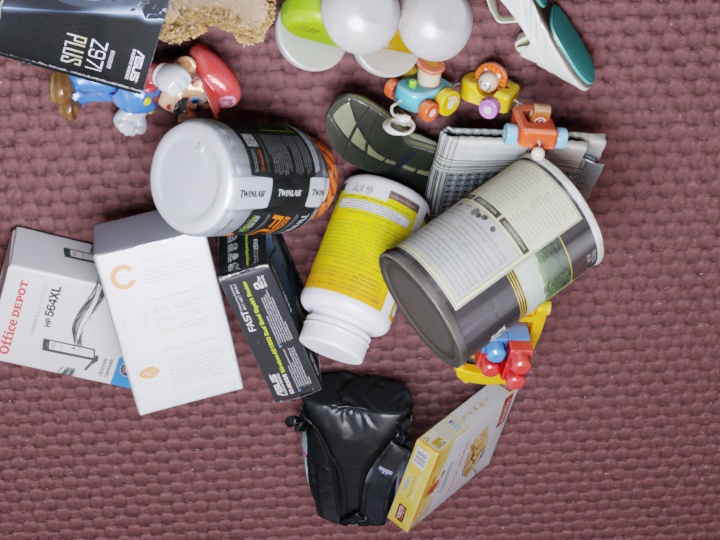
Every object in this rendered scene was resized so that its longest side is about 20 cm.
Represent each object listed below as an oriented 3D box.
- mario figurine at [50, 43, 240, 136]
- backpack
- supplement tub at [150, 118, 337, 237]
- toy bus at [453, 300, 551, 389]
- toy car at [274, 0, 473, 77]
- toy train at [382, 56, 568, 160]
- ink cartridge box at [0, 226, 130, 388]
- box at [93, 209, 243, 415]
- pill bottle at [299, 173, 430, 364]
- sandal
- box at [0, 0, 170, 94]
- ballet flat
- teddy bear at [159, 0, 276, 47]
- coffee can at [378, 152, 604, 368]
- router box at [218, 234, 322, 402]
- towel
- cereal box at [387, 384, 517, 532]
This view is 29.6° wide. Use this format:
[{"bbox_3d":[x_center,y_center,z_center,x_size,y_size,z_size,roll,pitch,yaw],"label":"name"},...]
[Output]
[{"bbox_3d":[-0.227,-0.180,1.454,0.198,0.124,0.107,-3,114,0],"label":"mario figurine"},{"bbox_3d":[0.000,0.234,1.772,0.165,0.127,0.201,10,124,16],"label":"backpack"},{"bbox_3d":[-0.120,-0.100,1.473,0.199,0.123,0.123,-5,140,-54],"label":"supplement tub"},{"bbox_3d":[0.156,0.069,1.624,0.134,0.193,0.201,2,140,-11],"label":"toy bus"},{"bbox_3d":[0.013,-0.283,1.389,0.198,0.175,0.152,1,89,-26],"label":"toy car"},{"bbox_3d":[0.124,-0.184,1.473,0.198,0.151,0.056,6,124,-6],"label":"toy train"},{"bbox_3d":[-0.334,0.048,1.626,0.198,0.085,0.147,13,123,-17],"label":"ink cartridge box"},{"bbox_3d":[-0.216,0.041,1.534,0.123,0.098,0.202,-14,114,-6],"label":"box"},{"bbox_3d":[0.000,0.000,1.555,0.108,0.201,0.109,19,166,5],"label":"pill bottle"},{"bbox_3d":[0.034,-0.149,1.548,0.080,0.058,0.200,-34,141,30],"label":"sandal"},{"bbox_3d":[-0.260,-0.288,1.305,0.162,0.087,0.201,14,133,-15],"label":"box"},{"bbox_3d":[0.184,-0.272,1.474,0.069,0.070,0.200,-29,120,15],"label":"ballet flat"},{"bbox_3d":[-0.183,-0.299,1.412,0.198,0.067,0.146,-3,118,4],"label":"teddy bear"},{"bbox_3d":[0.141,-0.012,1.469,0.199,0.146,0.147,-35,127,-12],"label":"coffee can"},{"bbox_3d":[-0.107,0.031,1.599,0.062,0.150,0.201,-17,127,7],"label":"router box"},{"bbox_3d":[0.174,-0.093,1.580,0.198,0.035,0.193,0,144,-9],"label":"towel"},{"bbox_3d":[0.122,0.236,1.767,0.039,0.199,0.145,34,128,23],"label":"cereal box"}]
